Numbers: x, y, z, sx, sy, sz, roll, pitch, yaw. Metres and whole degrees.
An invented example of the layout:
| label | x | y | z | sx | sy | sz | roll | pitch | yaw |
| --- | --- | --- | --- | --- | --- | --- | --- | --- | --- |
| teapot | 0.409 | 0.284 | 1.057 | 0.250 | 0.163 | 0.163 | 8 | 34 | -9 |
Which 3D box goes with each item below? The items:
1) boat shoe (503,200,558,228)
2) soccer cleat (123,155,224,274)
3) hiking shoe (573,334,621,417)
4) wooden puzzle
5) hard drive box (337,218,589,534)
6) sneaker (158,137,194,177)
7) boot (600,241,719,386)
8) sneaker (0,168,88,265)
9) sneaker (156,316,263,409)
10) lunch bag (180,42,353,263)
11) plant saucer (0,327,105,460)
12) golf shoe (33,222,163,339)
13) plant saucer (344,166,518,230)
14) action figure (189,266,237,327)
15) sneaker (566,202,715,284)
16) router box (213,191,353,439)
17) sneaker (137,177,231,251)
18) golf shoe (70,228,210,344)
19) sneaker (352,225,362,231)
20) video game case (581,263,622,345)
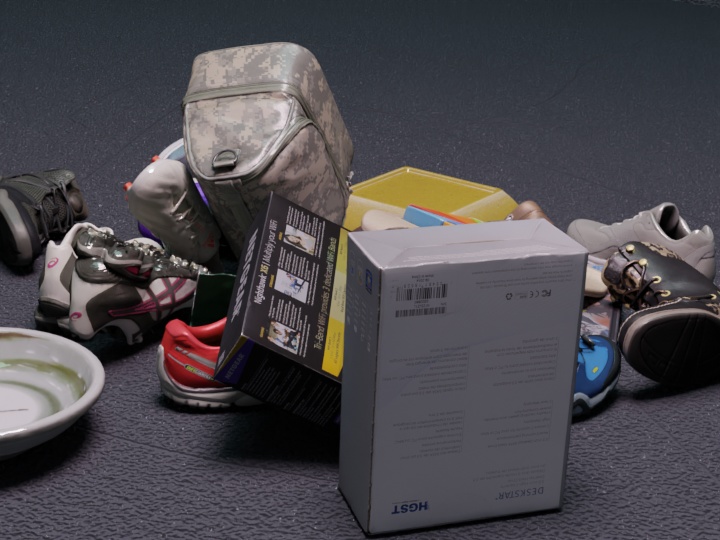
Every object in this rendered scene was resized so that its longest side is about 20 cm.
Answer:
| label | x | y | z | sx | sy | sz | roll | pitch | yaw |
| --- | --- | --- | --- | --- | --- | --- | --- | --- | --- |
| boat shoe | 0.107 | 0.015 | 1.160 | 0.072 | 0.200 | 0.073 | 6 | 56 | -35 |
| soccer cleat | -0.170 | -0.048 | 1.322 | 0.078 | 0.069 | 0.200 | 43 | -10 | 16 |
| hiking shoe | 0.142 | 0.076 | 1.127 | 0.199 | 0.087 | 0.074 | -13 | 32 | -33 |
| wooden puzzle | 0.123 | -0.022 | 1.306 | 0.184 | 0.038 | 0.199 | 25 | 14 | 31 |
| hard drive box | 0.069 | 0.073 | 0.971 | 0.154 | 0.202 | 0.077 | -4 | 21 | -18 |
| sneaker | -0.132 | -0.114 | 1.621 | 0.201 | 0.078 | 0.146 | -11 | 22 | -35 |
| boot | 0.274 | 0.034 | 1.248 | 0.199 | 0.074 | 0.150 | -4 | 30 | -34 |
| sneaker | -0.341 | -0.063 | 1.460 | 0.113 | 0.077 | 0.199 | -11 | 19 | -18 |
| sneaker | -0.070 | 0.064 | 1.142 | 0.198 | 0.086 | 0.077 | -5 | 22 | -20 |
| lunch bag | -0.091 | -0.095 | 1.338 | 0.138 | 0.201 | 0.169 | -2 | 54 | 16 |
| plant saucer | -0.297 | 0.104 | 1.059 | 0.198 | 0.051 | 0.200 | 2 | 21 | -1 |
| golf shoe | -0.238 | -0.007 | 1.310 | 0.076 | 0.089 | 0.200 | 7 | 19 | 16 |
| plant saucer | 0.069 | -0.070 | 1.571 | 0.199 | 0.049 | 0.199 | 16 | 24 | 32 |
| action figure | -0.050 | 0.038 | 1.220 | 0.198 | 0.118 | 0.055 | 9 | 62 | -9 |
| sneaker | 0.299 | -0.034 | 1.441 | 0.075 | 0.093 | 0.199 | -12 | 25 | -36 |
| router box | -0.026 | 0.040 | 1.101 | 0.156 | 0.052 | 0.201 | 27 | 33 | -14 |
| sneaker | -0.136 | -0.052 | 1.467 | 0.198 | 0.070 | 0.100 | -4 | 24 | -16 |
| golf shoe | -0.201 | 0.020 | 1.242 | 0.077 | 0.089 | 0.200 | 20 | 1 | 25 |
| sneaker | 0.000 | 0.000 | 1.342 | 0.097 | 0.072 | 0.200 | -11 | 17 | -11 |
| video game case | 0.166 | 0.030 | 1.349 | 0.179 | 0.026 | 0.200 | 7 | 21 | 11 |
